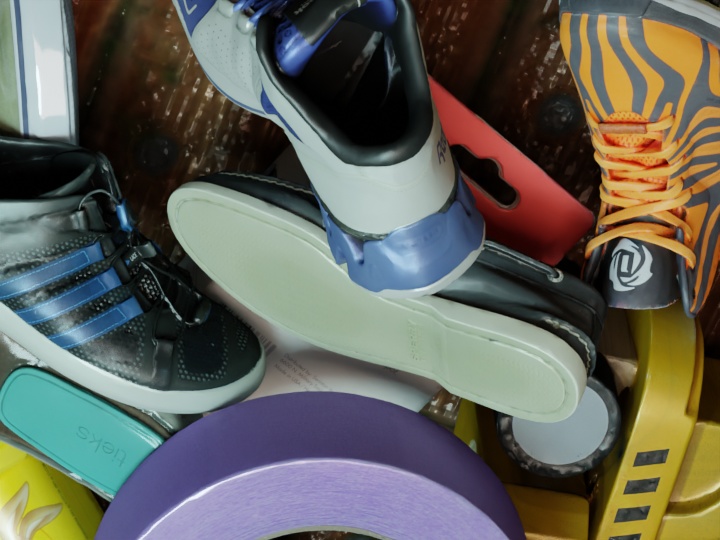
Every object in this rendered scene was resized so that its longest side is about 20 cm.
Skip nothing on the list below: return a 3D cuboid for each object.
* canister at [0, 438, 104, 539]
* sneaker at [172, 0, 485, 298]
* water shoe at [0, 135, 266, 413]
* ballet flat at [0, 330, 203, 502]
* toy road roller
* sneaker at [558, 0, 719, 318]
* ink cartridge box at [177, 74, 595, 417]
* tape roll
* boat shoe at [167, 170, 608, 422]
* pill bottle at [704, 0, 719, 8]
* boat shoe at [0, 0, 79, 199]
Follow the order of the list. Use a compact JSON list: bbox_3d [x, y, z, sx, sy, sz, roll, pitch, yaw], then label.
[{"bbox_3d":[-0.166,0.170,1.383,0.148,0.087,0.201,-28,96,21],"label":"canister"},{"bbox_3d":[-0.013,-0.094,1.219,0.080,0.200,0.115,-26,143,-11],"label":"sneaker"},{"bbox_3d":[-0.121,-0.007,1.265,0.199,0.072,0.079,26,124,-13],"label":"water shoe"},{"bbox_3d":[-0.158,0.039,1.313,0.199,0.064,0.068,31,113,-3],"label":"ballet flat"},{"bbox_3d":[0.114,0.101,1.373,0.145,0.123,0.201,12,115,-8],"label":"toy road roller"},{"bbox_3d":[0.125,-0.042,1.255,0.077,0.113,0.200,8,163,25],"label":"sneaker"},{"bbox_3d":[0.000,0.000,1.349,0.116,0.067,0.200,39,110,-17],"label":"ink cartridge box"},{"bbox_3d":[-0.020,0.156,1.285,0.199,0.066,0.201,-2,115,-5],"label":"tape roll"},{"bbox_3d":[0.015,-0.004,1.272,0.199,0.066,0.075,20,143,19],"label":"boat shoe"},{"bbox_3d":[0.140,-0.160,1.250,0.199,0.111,0.112,17,115,-10],"label":"pill bottle"},{"bbox_3d":[-0.156,-0.047,1.319,0.062,0.072,0.201,0,119,-5],"label":"boat shoe"}]
